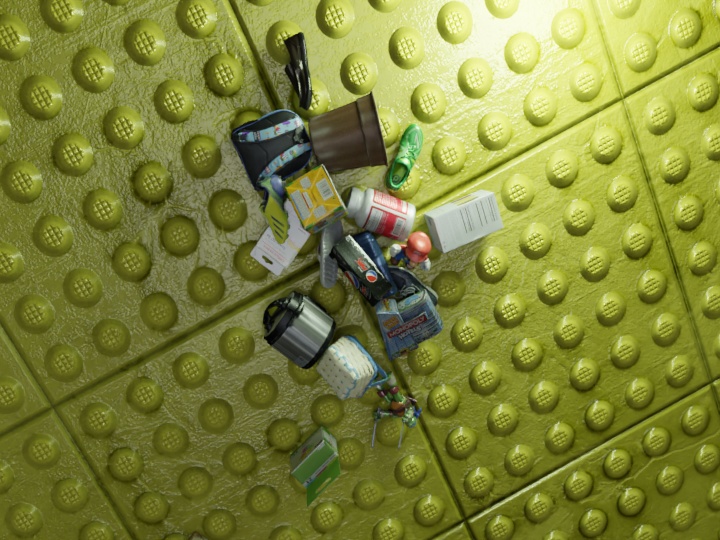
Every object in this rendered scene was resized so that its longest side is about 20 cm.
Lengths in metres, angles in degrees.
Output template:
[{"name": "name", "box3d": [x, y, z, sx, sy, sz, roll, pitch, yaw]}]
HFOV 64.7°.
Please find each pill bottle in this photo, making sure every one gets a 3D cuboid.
[{"name": "pill bottle", "box3d": [0.053, -0.167, 1.645, 0.194, 0.112, 0.116, 19, 98, -10]}]

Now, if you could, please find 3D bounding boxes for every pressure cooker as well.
[{"name": "pressure cooker", "box3d": [-0.187, 0.161, 1.643, 0.198, 0.179, 0.178, 36, 98, -13]}]

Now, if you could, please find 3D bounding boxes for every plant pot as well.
[{"name": "plant pot", "box3d": [-0.036, -0.365, 1.566, 0.191, 0.201, 0.208, -13, 103, 4]}]

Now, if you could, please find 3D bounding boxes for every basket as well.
[{"name": "basket", "box3d": [-0.025, 0.275, 1.656, 0.176, 0.197, 0.141, 45, 121, 23]}]

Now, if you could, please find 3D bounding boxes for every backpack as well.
[{"name": "backpack", "box3d": [-0.235, -0.338, 1.562, 0.195, 0.135, 0.187, -26, 103, -1]}]

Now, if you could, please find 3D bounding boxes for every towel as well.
[{"name": "towel", "box3d": [0.034, -0.014, 1.680, 0.048, 0.110, 0.205, -35, 104, -44]}]

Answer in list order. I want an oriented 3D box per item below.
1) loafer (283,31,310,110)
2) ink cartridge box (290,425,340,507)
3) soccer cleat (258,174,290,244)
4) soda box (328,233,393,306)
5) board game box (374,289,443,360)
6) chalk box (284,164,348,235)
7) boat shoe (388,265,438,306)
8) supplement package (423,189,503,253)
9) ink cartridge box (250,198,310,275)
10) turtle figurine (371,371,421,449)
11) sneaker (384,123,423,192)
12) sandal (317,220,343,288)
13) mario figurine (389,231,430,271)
[{"name": "loafer", "box3d": [-0.174, -0.545, 1.570, 0.068, 0.073, 0.208, -7, 94, 0]}, {"name": "ink cartridge box", "box3d": [-0.138, 0.586, 1.718, 0.148, 0.200, 0.076, -44, 103, 2]}, {"name": "soccer cleat", "box3d": [-0.238, -0.160, 1.536, 0.082, 0.065, 0.206, -20, 130, -26]}, {"name": "soda box", "box3d": [0.000, 0.000, 1.625, 0.070, 0.063, 0.201, -38, 84, -27]}, {"name": "board game box", "box3d": [0.128, 0.149, 1.683, 0.195, 0.063, 0.202, -26, 128, 11]}, {"name": "chalk box", "box3d": [-0.115, -0.184, 1.549, 0.121, 0.200, 0.127, -29, 85, 2]}, {"name": "boat shoe", "box3d": [0.149, 0.060, 1.719, 0.198, 0.063, 0.074, 37, 137, -17]}, {"name": "supplement package", "box3d": [0.303, -0.148, 1.683, 0.194, 0.114, 0.113, -22, 104, -4]}, {"name": "ink cartridge box", "box3d": [-0.224, -0.091, 1.645, 0.115, 0.068, 0.203, 35, 95, -12]}, {"name": "turtle figurine", "box3d": [0.089, 0.429, 1.745, 0.196, 0.144, 0.198, -32, 96, -12]}, {"name": "sneaker", "box3d": [0.133, -0.321, 1.642, 0.072, 0.084, 0.206, 20, 97, -10]}, {"name": "sandal", "box3d": [-0.099, -0.055, 1.675, 0.081, 0.049, 0.211, 9, 88, -47]}, {"name": "mario figurine", "box3d": [0.142, -0.035, 1.630, 0.120, 0.200, 0.109, -24, 84, -13]}]
